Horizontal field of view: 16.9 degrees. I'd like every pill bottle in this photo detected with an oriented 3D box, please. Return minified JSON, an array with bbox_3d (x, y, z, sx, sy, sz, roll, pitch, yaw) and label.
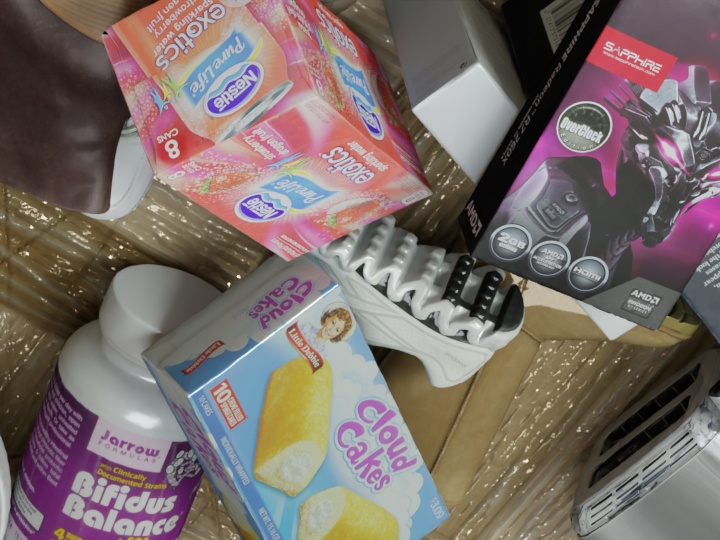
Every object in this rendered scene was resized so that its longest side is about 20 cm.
[{"bbox_3d":[-0.147,0.100,1.524,0.112,0.112,0.200,15,118,-15],"label":"pill bottle"}]

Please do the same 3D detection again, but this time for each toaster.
[{"bbox_3d":[0.230,0.140,1.569,0.129,0.114,0.200,40,128,-10],"label":"toaster"}]

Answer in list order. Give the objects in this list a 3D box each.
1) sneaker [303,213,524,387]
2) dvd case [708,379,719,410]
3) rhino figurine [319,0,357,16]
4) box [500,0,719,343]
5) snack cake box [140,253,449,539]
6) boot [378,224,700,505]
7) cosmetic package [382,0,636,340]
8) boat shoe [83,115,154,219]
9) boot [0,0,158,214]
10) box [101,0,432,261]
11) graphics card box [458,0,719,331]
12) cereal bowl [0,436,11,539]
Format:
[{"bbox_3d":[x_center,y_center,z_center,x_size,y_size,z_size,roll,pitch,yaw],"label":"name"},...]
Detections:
[{"bbox_3d":[0.000,0.000,1.486,0.200,0.075,0.081,36,131,1],"label":"sneaker"},{"bbox_3d":[0.318,0.104,1.505,0.143,0.018,0.200,-43,106,-19],"label":"dvd case"},{"bbox_3d":[-0.023,-0.179,1.393,0.087,0.060,0.200,-11,137,-53],"label":"rhino figurine"},{"bbox_3d":[0.188,-0.085,1.431,0.107,0.149,0.200,-34,119,14],"label":"box"},{"bbox_3d":[-0.037,0.101,1.474,0.115,0.067,0.200,-36,126,-14],"label":"snack cake box"},{"bbox_3d":[0.098,0.069,1.565,0.175,0.066,0.200,24,115,-6],"label":"boot"},{"bbox_3d":[0.097,-0.073,1.426,0.052,0.151,0.200,-34,118,15],"label":"cosmetic package"},{"bbox_3d":[-0.149,-0.110,1.425,0.073,0.067,0.200,1,121,-7],"label":"boat shoe"},{"bbox_3d":[-0.212,-0.134,1.367,0.200,0.072,0.167,23,115,12],"label":"boot"},{"bbox_3d":[-0.048,-0.086,1.344,0.103,0.095,0.200,-25,160,12],"label":"box"},{"bbox_3d":[0.153,-0.075,1.316,0.125,0.051,0.200,22,115,-19],"label":"graphics card box"},{"bbox_3d":[-0.315,0.124,1.530,0.200,0.083,0.200,1,118,1],"label":"cereal bowl"}]
